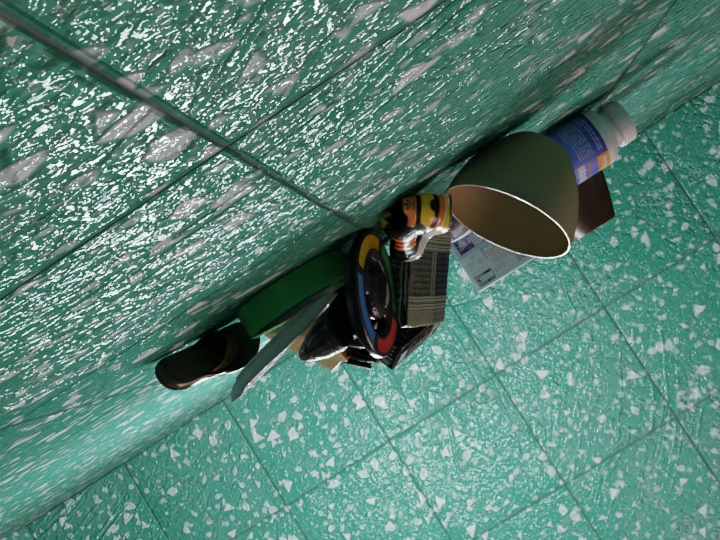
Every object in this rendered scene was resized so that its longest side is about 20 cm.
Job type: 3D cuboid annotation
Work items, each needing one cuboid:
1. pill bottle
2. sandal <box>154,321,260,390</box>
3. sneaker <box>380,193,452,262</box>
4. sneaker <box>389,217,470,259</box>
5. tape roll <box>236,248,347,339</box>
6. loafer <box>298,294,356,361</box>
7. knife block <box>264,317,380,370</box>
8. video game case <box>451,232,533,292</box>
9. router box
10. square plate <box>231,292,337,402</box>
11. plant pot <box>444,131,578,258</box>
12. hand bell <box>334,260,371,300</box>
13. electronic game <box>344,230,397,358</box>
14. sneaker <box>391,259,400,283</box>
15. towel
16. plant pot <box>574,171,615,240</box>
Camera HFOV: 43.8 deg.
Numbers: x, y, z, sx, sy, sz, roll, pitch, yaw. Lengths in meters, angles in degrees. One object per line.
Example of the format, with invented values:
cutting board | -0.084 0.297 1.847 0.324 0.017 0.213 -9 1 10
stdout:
pill bottle | 0.396 -0.221 1.630 0.200 0.112 0.112 -32 175 1
sandal | -0.237 0.127 1.428 0.200 0.082 0.055 -19 146 -41
sneaker | 0.066 -0.070 1.366 0.090 0.070 0.200 7 160 -18
sneaker | 0.131 -0.067 1.682 0.200 0.076 0.114 -33 178 42
tape roll | -0.103 0.038 1.439 0.200 0.048 0.200 -32 176 -3
loafer | -0.042 0.090 1.399 0.072 0.073 0.200 -32 178 19
knife block | -0.056 0.102 1.534 0.064 0.200 0.176 -64 -175 -28
video game case | 0.257 -0.079 1.751 0.045 0.181 0.200 -29 175 -44
router box | 0.030 0.075 1.651 0.150 0.200 0.062 -34 154 -48
square plate | -0.128 0.118 1.405 0.198 0.028 0.200 -46 180 -22
plant pot | 0.243 -0.126 1.334 0.135 0.200 0.200 -62 -177 -15
hand bell | 0.000 0.000 1.618 0.104 0.104 0.200 -35 -173 26
electronic game | 0.022 0.037 1.403 0.042 0.201 0.200 -8 -177 18
sneaker | 0.081 0.001 1.755 0.090 0.079 0.200 -30 -151 -29
towel | 0.108 0.000 1.553 0.034 0.193 0.200 5 -179 25
plant pot | 0.443 -0.172 1.888 0.187 0.200 0.187 -32 175 -3
